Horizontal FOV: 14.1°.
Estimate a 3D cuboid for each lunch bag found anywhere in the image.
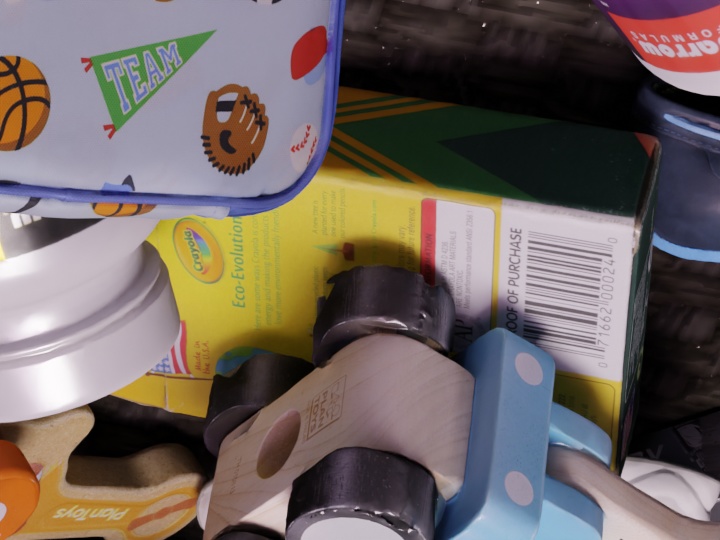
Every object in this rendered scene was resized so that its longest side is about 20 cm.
[{"bbox_3d":[-0.093,-0.097,0.805,0.200,0.075,0.161,5,96,-40],"label":"lunch bag"}]

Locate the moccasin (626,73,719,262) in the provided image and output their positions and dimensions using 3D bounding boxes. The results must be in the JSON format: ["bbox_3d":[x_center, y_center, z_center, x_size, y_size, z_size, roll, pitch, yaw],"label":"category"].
[{"bbox_3d":[0.188,-0.044,0.978,0.199,0.081,0.068,-8,126,5],"label":"moccasin"}]

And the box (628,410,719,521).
[{"bbox_3d":[0.126,0.154,1.167,0.157,0.050,0.200,-18,128,15],"label":"box"}]

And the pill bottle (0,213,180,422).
[{"bbox_3d":[-0.123,-0.059,0.910,0.112,0.113,0.201,-12,114,10],"label":"pill bottle"}]

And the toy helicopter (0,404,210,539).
[{"bbox_3d":[-0.132,0.089,1.056,0.132,0.079,0.200,-49,150,23],"label":"toy helicopter"}]

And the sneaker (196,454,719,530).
[{"bbox_3d":[0.031,0.106,1.073,0.200,0.081,0.070,2,172,20],"label":"sneaker"}]

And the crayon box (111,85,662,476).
[{"bbox_3d":[0.000,0.000,1.013,0.199,0.051,0.127,10,133,10],"label":"crayon box"}]

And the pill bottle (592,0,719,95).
[{"bbox_3d":[0.101,-0.131,0.878,0.112,0.113,0.200,-28,125,22],"label":"pill bottle"}]

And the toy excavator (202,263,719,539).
[{"bbox_3d":[0.065,0.082,0.977,0.200,0.100,0.194,29,137,-25],"label":"toy excavator"}]
